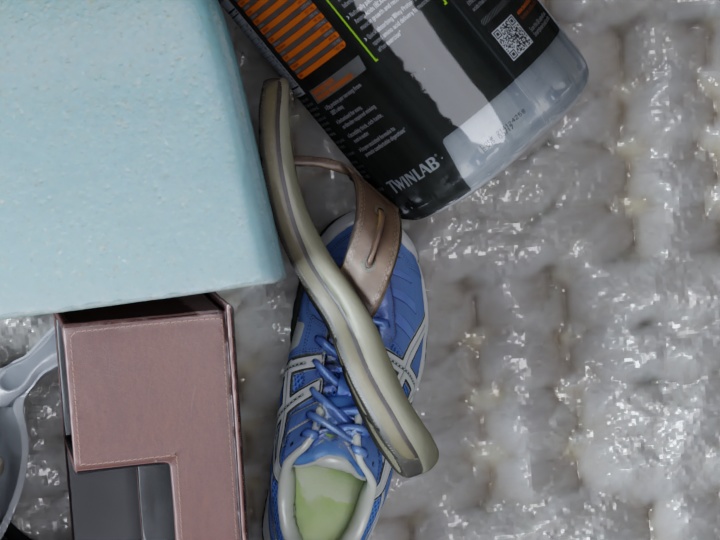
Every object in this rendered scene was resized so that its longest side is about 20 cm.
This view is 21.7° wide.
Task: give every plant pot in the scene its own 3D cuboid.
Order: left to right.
[{"bbox_3d":[-0.147,-0.083,0.873,0.196,0.196,0.200,-8,93,-4],"label":"plant pot"}]

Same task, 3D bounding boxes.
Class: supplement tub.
[{"bbox_3d":[0.007,-0.134,0.910,0.123,0.123,0.200,-39,99,1],"label":"supplement tub"}]

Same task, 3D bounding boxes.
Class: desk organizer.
[{"bbox_3d":[-0.096,0.113,0.883,0.077,0.072,0.200,-5,98,-12],"label":"desk organizer"}]

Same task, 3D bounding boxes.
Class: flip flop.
[{"bbox_3d":[0.000,0.000,0.896,0.058,0.081,0.200,-24,86,-2],"label":"flip flop"}]

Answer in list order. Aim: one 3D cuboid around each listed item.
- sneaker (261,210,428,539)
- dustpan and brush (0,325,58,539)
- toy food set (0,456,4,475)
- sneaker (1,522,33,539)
[{"bbox_3d":[-0.004,0.069,0.957,0.076,0.077,0.200,7,94,-4],"label":"sneaker"},{"bbox_3d":[-0.199,0.078,0.942,0.200,0.057,0.140,-36,74,-26],"label":"dustpan and brush"},{"bbox_3d":[-0.237,0.176,0.881,0.143,0.060,0.200,6,104,12],"label":"toy food set"},{"bbox_3d":[-0.116,0.175,0.964,0.200,0.076,0.088,10,90,-6],"label":"sneaker"}]
